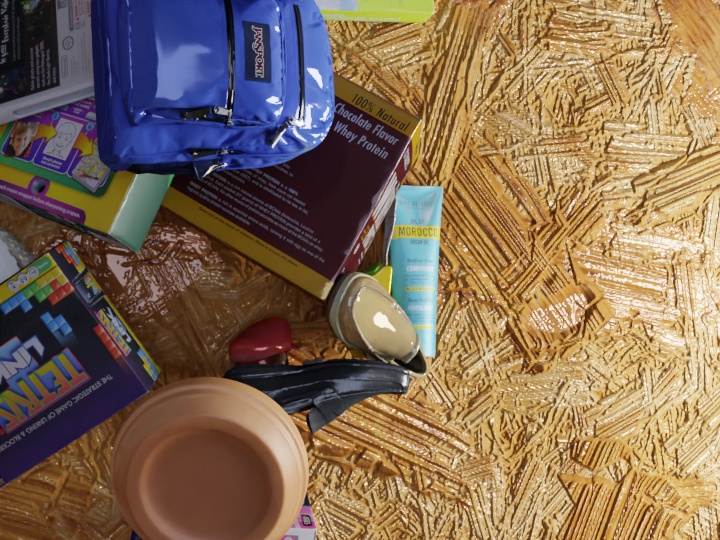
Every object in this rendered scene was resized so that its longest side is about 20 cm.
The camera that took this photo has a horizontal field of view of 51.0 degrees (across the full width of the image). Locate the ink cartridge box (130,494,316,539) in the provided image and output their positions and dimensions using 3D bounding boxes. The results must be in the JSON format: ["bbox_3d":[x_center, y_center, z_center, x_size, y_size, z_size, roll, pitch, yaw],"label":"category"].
[{"bbox_3d":[-0.150,0.272,0.832,0.195,0.095,0.038,5,100,-13],"label":"ink cartridge box"}]

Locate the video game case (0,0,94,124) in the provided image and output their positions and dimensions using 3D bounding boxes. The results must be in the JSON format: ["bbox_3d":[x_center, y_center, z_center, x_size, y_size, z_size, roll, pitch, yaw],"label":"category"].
[{"bbox_3d":[-0.308,-0.249,0.753,0.177,0.023,0.204,-15,66,4],"label":"video game case"}]

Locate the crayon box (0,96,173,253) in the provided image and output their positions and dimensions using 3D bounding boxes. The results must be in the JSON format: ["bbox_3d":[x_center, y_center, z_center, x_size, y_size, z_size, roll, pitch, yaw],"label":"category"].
[{"bbox_3d":[-0.271,-0.133,0.753,0.196,0.058,0.176,18,78,23],"label":"crayon box"}]

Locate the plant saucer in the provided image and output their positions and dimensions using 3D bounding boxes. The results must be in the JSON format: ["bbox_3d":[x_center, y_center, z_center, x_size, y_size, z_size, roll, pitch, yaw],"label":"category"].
[{"bbox_3d":[-0.148,0.204,0.733,0.194,0.038,0.206,-1,107,-2],"label":"plant saucer"}]

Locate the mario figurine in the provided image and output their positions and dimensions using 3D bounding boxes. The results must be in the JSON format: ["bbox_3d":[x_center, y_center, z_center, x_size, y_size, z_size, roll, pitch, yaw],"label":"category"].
[{"bbox_3d":[-0.098,0.155,0.844,0.120,0.106,0.206,5,74,-9],"label":"mario figurine"}]

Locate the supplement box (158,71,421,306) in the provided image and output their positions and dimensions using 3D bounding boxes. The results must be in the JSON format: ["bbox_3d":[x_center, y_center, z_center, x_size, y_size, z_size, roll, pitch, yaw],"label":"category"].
[{"bbox_3d":[-0.065,-0.098,0.799,0.194,0.133,0.203,29,85,6],"label":"supplement box"}]

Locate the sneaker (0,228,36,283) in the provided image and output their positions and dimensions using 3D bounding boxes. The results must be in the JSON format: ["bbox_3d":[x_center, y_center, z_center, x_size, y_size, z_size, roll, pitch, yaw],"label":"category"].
[{"bbox_3d":[-0.354,0.048,0.795,0.079,0.076,0.203,-31,97,-1],"label":"sneaker"}]

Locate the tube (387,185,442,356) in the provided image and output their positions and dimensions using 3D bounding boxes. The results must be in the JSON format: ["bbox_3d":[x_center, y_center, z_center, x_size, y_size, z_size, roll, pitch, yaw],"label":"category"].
[{"bbox_3d":[0.065,0.000,0.907,0.076,0.050,0.206,1,87,-24],"label":"tube"}]

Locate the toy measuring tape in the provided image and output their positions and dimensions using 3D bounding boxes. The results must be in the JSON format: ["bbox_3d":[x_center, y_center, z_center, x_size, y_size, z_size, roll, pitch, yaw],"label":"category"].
[{"bbox_3d":[0.000,0.000,0.874,0.072,0.073,0.206,5,93,-13],"label":"toy measuring tape"}]

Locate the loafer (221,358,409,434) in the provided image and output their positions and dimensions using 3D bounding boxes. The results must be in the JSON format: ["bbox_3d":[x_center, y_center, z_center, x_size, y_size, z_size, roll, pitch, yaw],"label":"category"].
[{"bbox_3d":[-0.045,0.131,0.773,0.195,0.068,0.072,-3,74,-6],"label":"loafer"}]

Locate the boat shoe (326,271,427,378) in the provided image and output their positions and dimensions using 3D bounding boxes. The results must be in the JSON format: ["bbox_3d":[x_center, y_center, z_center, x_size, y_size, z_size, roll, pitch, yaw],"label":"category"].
[{"bbox_3d":[0.030,0.064,0.786,0.075,0.200,0.073,27,81,29],"label":"boat shoe"}]

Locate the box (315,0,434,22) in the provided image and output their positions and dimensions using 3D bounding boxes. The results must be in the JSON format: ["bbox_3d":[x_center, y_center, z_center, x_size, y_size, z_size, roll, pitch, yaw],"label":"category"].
[{"bbox_3d":[-0.013,-0.356,0.874,0.194,0.048,0.126,-2,91,-13],"label":"box"}]

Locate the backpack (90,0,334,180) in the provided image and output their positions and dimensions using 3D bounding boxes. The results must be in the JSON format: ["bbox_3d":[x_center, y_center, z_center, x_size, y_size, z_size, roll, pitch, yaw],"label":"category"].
[{"bbox_3d":[-0.117,-0.160,0.641,0.195,0.167,0.167,-3,97,-27],"label":"backpack"}]

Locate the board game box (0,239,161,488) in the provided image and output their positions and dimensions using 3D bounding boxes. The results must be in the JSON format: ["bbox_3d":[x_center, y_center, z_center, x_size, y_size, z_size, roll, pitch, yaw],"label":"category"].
[{"bbox_3d":[-0.328,0.096,0.749,0.198,0.057,0.167,-32,103,7],"label":"board game box"}]
